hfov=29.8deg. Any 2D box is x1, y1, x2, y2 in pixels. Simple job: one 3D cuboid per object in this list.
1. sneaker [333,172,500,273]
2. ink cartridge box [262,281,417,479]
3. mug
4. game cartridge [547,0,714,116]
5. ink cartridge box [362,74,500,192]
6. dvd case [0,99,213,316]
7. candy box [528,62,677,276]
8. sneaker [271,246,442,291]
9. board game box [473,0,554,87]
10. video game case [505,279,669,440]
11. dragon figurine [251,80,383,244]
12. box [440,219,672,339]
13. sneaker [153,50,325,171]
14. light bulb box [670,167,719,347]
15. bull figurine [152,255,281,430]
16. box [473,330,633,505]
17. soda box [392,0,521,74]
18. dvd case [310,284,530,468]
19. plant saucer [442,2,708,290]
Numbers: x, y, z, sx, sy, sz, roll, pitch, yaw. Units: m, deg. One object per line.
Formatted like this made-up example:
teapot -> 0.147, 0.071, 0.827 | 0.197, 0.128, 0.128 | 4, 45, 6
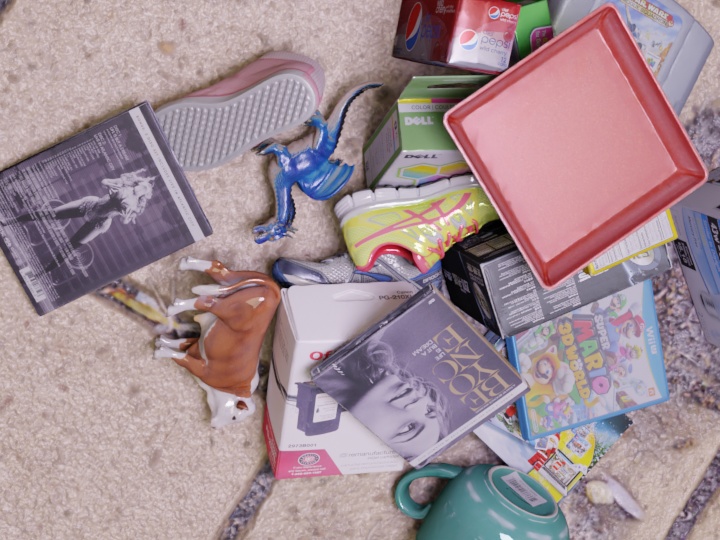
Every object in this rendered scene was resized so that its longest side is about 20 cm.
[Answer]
sneaker -> 0.076, -0.042, 1.390 | 0.198, 0.078, 0.091 | -9, 73, 4
ink cartridge box -> -0.017, 0.115, 1.403 | 0.143, 0.085, 0.201 | -2, 130, -15
mug -> 0.138, 0.279, 1.477 | 0.184, 0.152, 0.115 | 23, 112, -15
game cartridge -> 0.287, -0.249, 1.479 | 0.199, 0.042, 0.134 | 24, 98, -19
ink cartridge box -> 0.076, -0.129, 1.358 | 0.103, 0.200, 0.060 | -2, 75, -15
dvd case -> -0.268, -0.061, 1.355 | 0.199, 0.016, 0.150 | -25, 107, 3
candy box -> 0.237, -0.106, 1.332 | 0.102, 0.026, 0.201 | -21, 102, -9
sneaker -> 0.000, 0.000, 1.440 | 0.199, 0.077, 0.086 | 11, 89, -25
board game box -> 0.165, -0.178, 1.398 | 0.040, 0.153, 0.202 | -17, 107, -11
video game case -> 0.255, 0.097, 1.516 | 0.199, 0.018, 0.144 | -12, 93, -27
dragon figurine -> -0.045, -0.110, 1.402 | 0.199, 0.059, 0.100 | -37, 109, -5
box -> 0.199, -0.020, 1.435 | 0.199, 0.164, 0.087 | -22, 106, -11
sneaker -> -0.123, -0.163, 1.370 | 0.199, 0.105, 0.076 | -17, 111, 19
light bulb box -> 0.454, -0.004, 1.490 | 0.124, 0.200, 0.199 | -26, 107, -9
bull figurine -> -0.147, 0.074, 1.387 | 0.120, 0.065, 0.201 | 15, 124, -10
box -> 0.197, 0.156, 1.538 | 0.137, 0.038, 0.200 | -47, 109, -3
soda box -> 0.091, -0.236, 1.338 | 0.063, 0.200, 0.071 | 9, 98, -16
dvd case -> 0.063, 0.111, 1.346 | 0.148, 0.016, 0.200 | -36, 133, 11
plant saucer -> 0.203, -0.118, 1.291 | 0.199, 0.037, 0.201 | -34, 102, -5
